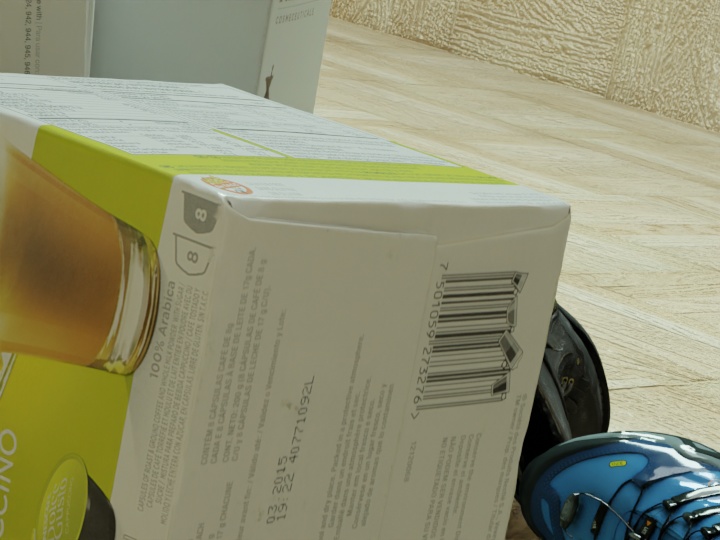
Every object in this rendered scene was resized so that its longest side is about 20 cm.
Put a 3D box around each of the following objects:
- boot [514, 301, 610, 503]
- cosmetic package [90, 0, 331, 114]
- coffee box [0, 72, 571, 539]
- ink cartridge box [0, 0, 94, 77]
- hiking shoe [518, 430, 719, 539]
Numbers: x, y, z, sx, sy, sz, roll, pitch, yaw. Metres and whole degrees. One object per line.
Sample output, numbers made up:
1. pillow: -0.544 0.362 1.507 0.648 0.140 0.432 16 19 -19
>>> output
1. boot: 0.083 0.068 1.433 0.069 0.200 0.174 -21 35 9
2. cosmetic package: -0.122 -0.106 1.683 0.166 0.201 0.167 12 11 10
3. coffee box: -0.071 0.043 1.075 0.197 0.200 0.200 20 14 38
4. ink cartridge box: -0.241 -0.130 1.518 0.199 0.084 0.146 2 8 -6
5. hiking shoe: 0.154 0.123 1.281 0.199 0.075 0.087 18 10 26
